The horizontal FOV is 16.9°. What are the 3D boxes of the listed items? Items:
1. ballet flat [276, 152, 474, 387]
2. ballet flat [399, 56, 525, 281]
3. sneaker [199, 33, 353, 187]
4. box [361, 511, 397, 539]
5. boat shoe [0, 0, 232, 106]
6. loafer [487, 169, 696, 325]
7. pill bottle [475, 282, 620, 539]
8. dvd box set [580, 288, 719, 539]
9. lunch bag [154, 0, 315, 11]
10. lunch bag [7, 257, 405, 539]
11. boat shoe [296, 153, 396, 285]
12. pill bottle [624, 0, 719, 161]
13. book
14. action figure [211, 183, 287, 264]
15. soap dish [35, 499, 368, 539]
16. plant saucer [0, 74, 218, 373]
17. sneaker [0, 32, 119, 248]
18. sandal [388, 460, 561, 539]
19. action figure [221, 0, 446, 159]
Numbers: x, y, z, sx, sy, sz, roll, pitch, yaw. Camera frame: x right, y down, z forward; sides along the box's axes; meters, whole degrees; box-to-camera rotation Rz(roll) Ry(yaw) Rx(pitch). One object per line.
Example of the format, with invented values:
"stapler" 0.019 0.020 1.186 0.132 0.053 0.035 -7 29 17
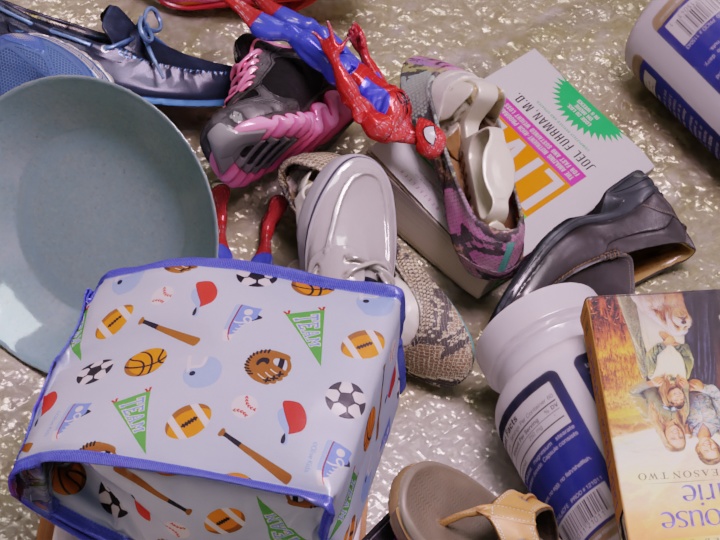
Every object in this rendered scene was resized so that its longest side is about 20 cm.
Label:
"ballet flat" 0.000 0.000 1.666 0.075 0.068 0.200 1 50 -54
"ballet flat" 0.081 -0.088 1.717 0.069 0.071 0.200 1 54 -24
"sneaker" -0.069 -0.122 1.713 0.095 0.079 0.200 53 25 5
"box" 0.071 0.233 1.463 0.200 0.036 0.143 49 38 1
"boat shoe" -0.181 -0.158 1.733 0.200 0.069 0.084 7 7 -15
"loafer" 0.168 -0.001 1.732 0.072 0.073 0.200 43 52 13
"pill bottle" 0.158 0.113 1.599 0.116 0.116 0.200 -10 55 -25
"dvd box set" 0.223 0.100 1.521 0.146 0.029 0.200 -2 54 -4
"lunch bag" -0.073 -0.267 1.817 0.200 0.176 0.082 -5 41 5
"lunch bag" -0.088 0.086 1.423 0.200 0.124 0.170 10 48 10
"boat shoe" -0.007 0.018 1.577 0.072 0.066 0.200 21 74 -25
"pill bottle" 0.309 -0.135 1.859 0.120 0.120 0.200 -25 62 -33
"book" 0.108 -0.072 1.795 0.134 0.048 0.200 44 50 14
"action figure" -0.077 0.012 1.625 0.065 0.099 0.200 9 51 -9
"soap dish" -0.098 0.165 1.493 0.200 0.081 0.157 12 48 -8
"plant saucer" -0.176 -0.029 1.580 0.201 0.201 0.039 34 20 12
"sneaker" -0.197 -0.088 1.652 0.200 0.079 0.089 51 16 19
"sandal" 0.102 0.171 1.471 0.200 0.054 0.080 35 40 -19
"action figure" -0.017 -0.148 1.704 0.200 0.052 0.065 44 20 7
